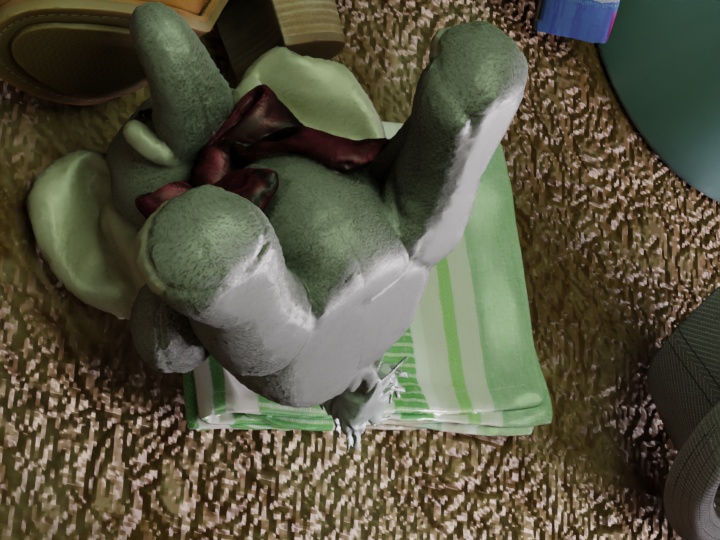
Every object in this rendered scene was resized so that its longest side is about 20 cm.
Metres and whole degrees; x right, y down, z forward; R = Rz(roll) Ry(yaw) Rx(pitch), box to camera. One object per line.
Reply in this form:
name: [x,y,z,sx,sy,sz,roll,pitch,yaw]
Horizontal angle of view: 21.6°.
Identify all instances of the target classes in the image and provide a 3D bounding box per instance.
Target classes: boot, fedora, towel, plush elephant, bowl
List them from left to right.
boot: [-0.097,-0.158,0.802,0.199,0.076,0.157,-12,78,-43]
plush elephant: [-0.044,-0.034,0.732,0.164,0.201,0.155,-37,64,-20]
towel: [0.000,0.000,0.859,0.199,0.023,0.154,3,71,-37]
bowl: [0.233,-0.144,1.046,0.199,0.105,0.203,15,65,-35]
fedora: [0.217,0.056,0.945,0.199,0.178,0.091,-1,44,-39]

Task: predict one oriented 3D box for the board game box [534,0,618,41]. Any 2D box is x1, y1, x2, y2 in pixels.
board game box: [0.134,-0.255,0.949,0.043,0.200,0.202,11,61,4]
